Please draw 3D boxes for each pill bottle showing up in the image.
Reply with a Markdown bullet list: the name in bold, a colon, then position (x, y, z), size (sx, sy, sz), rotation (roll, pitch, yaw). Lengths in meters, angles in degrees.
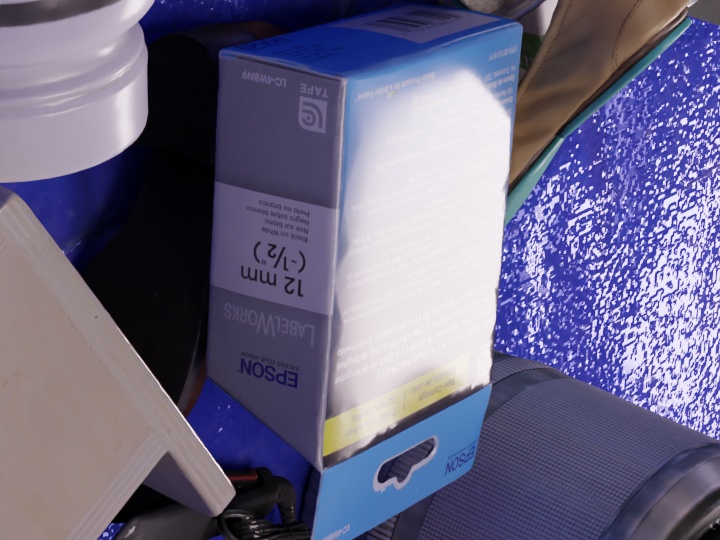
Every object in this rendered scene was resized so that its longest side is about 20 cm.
- **pill bottle**: position (-0.126, -0.141, 0.950), size (0.114, 0.114, 0.200), rotation (-28, 129, -39)

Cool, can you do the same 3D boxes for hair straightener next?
- **hair straightener**: position (-0.059, 0.118, 1.184), size (0.041, 0.077, 0.200), rotation (-52, 156, 11)

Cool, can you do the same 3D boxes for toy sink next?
- **toy sink**: position (-0.157, 0.052, 1.000), size (0.112, 0.130, 0.200), rotation (-52, 141, -18)

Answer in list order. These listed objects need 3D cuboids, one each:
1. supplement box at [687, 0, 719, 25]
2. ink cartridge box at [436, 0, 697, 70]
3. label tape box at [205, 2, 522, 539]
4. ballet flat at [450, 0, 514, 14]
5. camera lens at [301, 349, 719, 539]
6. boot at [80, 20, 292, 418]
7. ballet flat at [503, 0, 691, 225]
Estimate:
- **supplement box**: position (0.224, -0.216, 1.265), size (0.134, 0.200, 0.200), rotation (-40, 135, -31)
- **ink cartridge box**: position (0.088, -0.190, 1.221), size (0.117, 0.067, 0.200), rotation (-37, 134, -32)
- **label tape box**: position (0.000, 0.000, 1.126), size (0.143, 0.066, 0.200), rotation (-23, 123, -55)
- **ballet flat**: position (0.030, -0.183, 1.118), size (0.200, 0.062, 0.068), rotation (53, 35, -34)
- **camera lens**: position (0.092, 0.133, 1.284), size (0.160, 0.200, 0.160), rotation (-26, 127, -40)
- **boot**: position (-0.036, -0.021, 1.186), size (0.200, 0.068, 0.189), rotation (-10, 110, -57)
- **ballet flat**: position (0.071, -0.073, 1.197), size (0.069, 0.063, 0.200), rotation (-45, 177, -47)
